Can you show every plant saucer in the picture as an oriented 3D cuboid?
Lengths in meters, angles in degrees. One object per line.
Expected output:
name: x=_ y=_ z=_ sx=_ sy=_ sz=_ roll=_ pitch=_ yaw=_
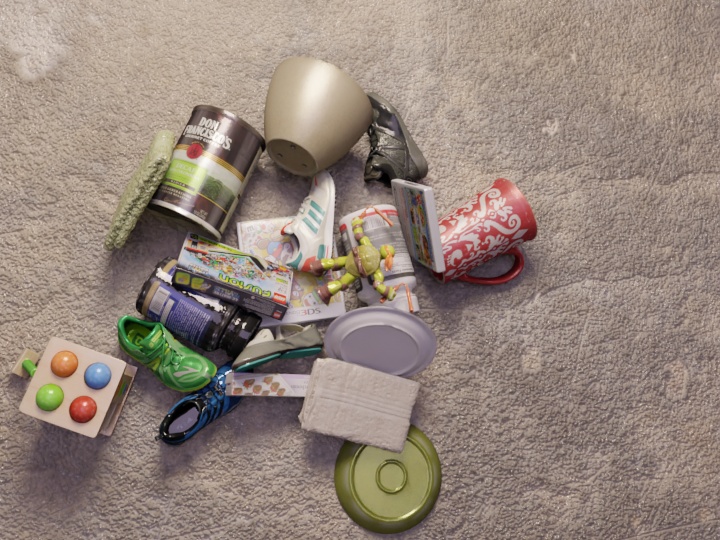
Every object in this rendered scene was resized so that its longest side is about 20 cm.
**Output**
plant saucer: x=0.053 y=0.367 z=1.274 sx=0.198 sy=0.031 sz=0.202 roll=2 pitch=78 yaw=-9

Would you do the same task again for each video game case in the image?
video game case: x=0.100 y=-0.084 z=1.268 sx=0.018 sy=0.200 sz=0.144 roll=-13 pitch=104 yaw=-11
video game case: x=-0.129 y=-0.001 z=1.325 sx=0.180 sy=0.023 sz=0.202 roll=-7 pitch=79 yaw=-11

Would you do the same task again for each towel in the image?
towel: x=-0.002 y=0.235 z=1.248 sx=0.198 sy=0.034 sz=0.134 roll=17 pitch=84 yaw=-12
towel: x=-0.377 y=-0.138 z=1.214 sx=0.036 sy=0.149 sz=0.200 roll=29 pitch=111 yaw=-24

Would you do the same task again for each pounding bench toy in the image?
pounding bench toy: x=-0.489 y=0.179 z=1.161 sx=0.199 sy=0.156 sz=0.125 roll=20 pitch=76 yaw=-4

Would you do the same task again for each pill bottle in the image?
pill bottle: x=0.037 y=-0.008 z=1.307 sx=0.113 sy=0.114 sz=0.202 roll=-13 pitch=81 yaw=-12
pill bottle: x=-0.277 y=0.070 z=1.238 sx=0.199 sy=0.112 sz=0.112 roll=30 pitch=75 yaw=0

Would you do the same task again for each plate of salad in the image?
plate of salad: x=0.035 y=0.125 z=1.254 sx=0.198 sy=0.201 sz=0.048 roll=12 pitch=45 yaw=-6

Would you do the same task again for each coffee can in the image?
coffee can: x=-0.274 y=-0.170 z=1.273 sx=0.145 sy=0.146 sz=0.201 roll=24 pitch=76 yaw=-3

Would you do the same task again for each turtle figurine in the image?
turtle figurine: x=0.000 y=0.000 z=1.222 sx=0.160 sy=0.064 sz=0.201 roll=-24 pitch=79 yaw=12

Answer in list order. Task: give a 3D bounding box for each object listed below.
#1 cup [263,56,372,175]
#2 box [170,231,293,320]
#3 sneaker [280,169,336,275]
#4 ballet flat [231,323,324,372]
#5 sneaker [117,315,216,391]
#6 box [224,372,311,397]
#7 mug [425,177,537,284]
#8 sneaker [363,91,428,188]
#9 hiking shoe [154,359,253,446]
cup: x=-0.095 y=-0.257 z=1.281 sx=0.199 sy=0.200 sz=0.144 roll=25 pitch=66 yaw=-3
box: x=-0.217 y=0.009 z=1.232 sx=0.199 sy=0.035 sz=0.110 roll=21 pitch=34 yaw=-15
sneaker: x=-0.097 y=-0.094 z=1.300 sx=0.093 sy=0.070 sz=0.202 roll=4 pitch=81 yaw=-15
ballet flat: x=-0.149 y=0.129 z=1.241 sx=0.199 sy=0.067 sz=0.064 roll=-7 pitch=71 yaw=-46
sneaker: x=-0.337 y=0.140 z=1.208 sx=0.199 sy=0.084 sz=0.074 roll=25 pitch=63 yaw=14
box: x=-0.135 y=0.201 z=1.242 sx=0.198 sy=0.041 sz=0.039 roll=6 pitch=77 yaw=-26
mug: x=0.223 y=-0.051 z=1.339 sx=0.199 sy=0.133 sz=0.178 roll=-29 pitch=82 yaw=-10
sneaker: x=0.036 y=-0.245 z=1.374 sx=0.114 sy=0.076 sz=0.200 roll=-30 pitch=90 yaw=-20
hiking shoe: x=-0.260 y=0.228 z=1.223 sx=0.074 sy=0.087 sz=0.200 roll=45 pitch=75 yaw=2
